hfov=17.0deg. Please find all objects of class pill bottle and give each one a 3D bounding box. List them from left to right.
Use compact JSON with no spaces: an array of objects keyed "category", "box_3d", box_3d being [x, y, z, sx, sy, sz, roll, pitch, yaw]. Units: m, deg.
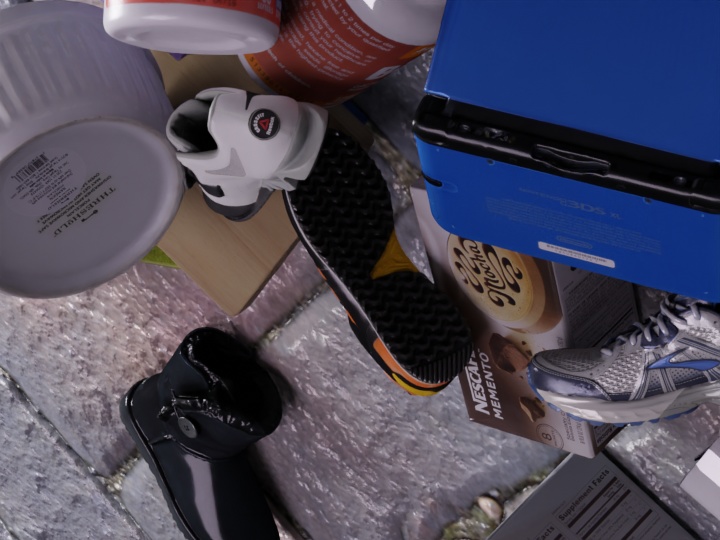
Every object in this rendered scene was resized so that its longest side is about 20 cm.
[{"category":"pill bottle","box_3d":[-0.099,-0.241,1.505,0.112,0.112,0.200,-1,84,48]},{"category":"pill bottle","box_3d":[0.009,-0.183,1.532,0.112,0.112,0.200,54,145,-7]}]

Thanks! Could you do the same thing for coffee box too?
[{"category":"coffee box","box_3d":[0.118,0.016,1.627,0.113,0.080,0.200,15,133,39]}]

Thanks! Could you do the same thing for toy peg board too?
[{"category":"toy peg board","box_3d":[-0.092,-0.111,1.747,0.200,0.098,0.199,44,129,7]}]

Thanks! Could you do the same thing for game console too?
[{"category":"game console","box_3d":[0.144,-0.090,1.434,0.200,0.118,0.171,16,151,19]}]

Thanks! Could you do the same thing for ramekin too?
[{"category":"ramekin","box_3d":[-0.212,-0.073,1.639,0.200,0.200,0.105,93,153,-44]}]

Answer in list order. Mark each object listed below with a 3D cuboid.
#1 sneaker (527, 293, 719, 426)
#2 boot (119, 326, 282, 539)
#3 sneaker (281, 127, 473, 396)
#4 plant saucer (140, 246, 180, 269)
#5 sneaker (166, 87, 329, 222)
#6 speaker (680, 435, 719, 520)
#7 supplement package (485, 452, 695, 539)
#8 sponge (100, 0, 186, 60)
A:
[{"category":"sneaker","box_3d":[0.204,0.045,1.533,0.200,0.077,0.085,-4,111,10]},{"category":"boot","box_3d":[-0.111,0.153,2.004,0.200,0.076,0.168,56,149,1]},{"category":"sneaker","box_3d":[0.000,0.000,1.637,0.200,0.070,0.090,58,161,10]},{"category":"plant saucer","box_3d":[-0.238,-0.072,1.887,0.200,0.048,0.200,34,166,-34]},{"category":"sneaker","box_3d":[-0.089,-0.086,1.598,0.088,0.074,0.200,18,165,-13]},{"category":"speaker","box_3d":[0.306,0.175,1.571,0.200,0.081,0.081,41,144,12]},{"category":"supplement package","box_3d":[0.168,0.264,1.742,0.200,0.151,0.152,43,145,9]},{"category":"sponge","box_3d":[-0.117,-0.252,1.618,0.112,0.030,0.200,39,123,12]}]
